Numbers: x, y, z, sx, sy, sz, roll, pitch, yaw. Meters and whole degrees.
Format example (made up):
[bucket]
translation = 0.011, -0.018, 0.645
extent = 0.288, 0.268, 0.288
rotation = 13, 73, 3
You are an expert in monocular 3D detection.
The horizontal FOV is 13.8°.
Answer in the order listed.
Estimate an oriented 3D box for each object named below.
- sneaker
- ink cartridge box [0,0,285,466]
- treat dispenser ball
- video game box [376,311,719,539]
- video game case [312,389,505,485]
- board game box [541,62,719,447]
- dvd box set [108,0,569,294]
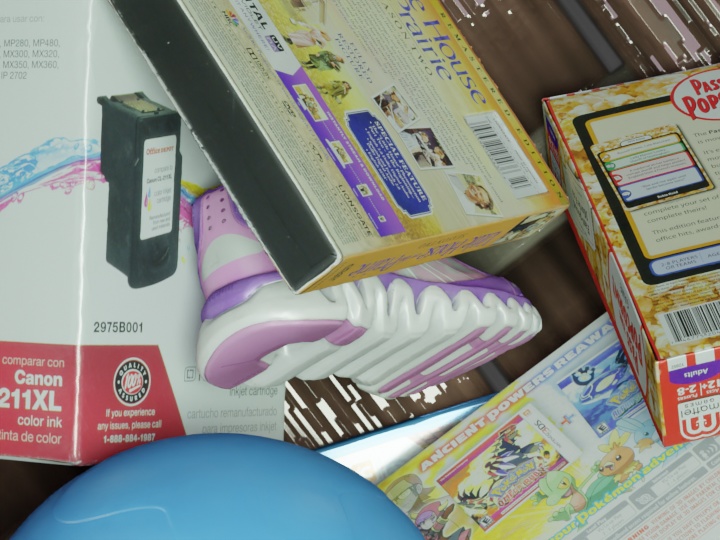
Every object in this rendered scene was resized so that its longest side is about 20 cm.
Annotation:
[sneaker]
translation = 0.000, 0.000, 1.233
extent = 0.080, 0.200, 0.089
rotation = -32, 67, 30
[ink cartridge box]
translation = -0.100, -0.025, 1.225
extent = 0.083, 0.146, 0.201
rotation = 2, 91, 34
[treat dispenser ball]
translation = -0.055, 0.163, 1.136
extent = 0.200, 0.201, 0.201
rotation = 0, 89, -4
[video game box]
translation = 0.113, 0.097, 1.217
extent = 0.200, 0.182, 0.047
rotation = -36, 128, -3
[video game case]
translation = 0.089, 0.119, 1.308
extent = 0.200, 0.018, 0.143
rotation = -17, 91, -4
[board game box]
translation = 0.170, -0.019, 1.231
extent = 0.151, 0.200, 0.046
rotation = -12, 125, -3
[dvd box set]
translation = -0.005, -0.068, 1.200
extent = 0.029, 0.200, 0.146
rotation = -38, 79, 28
